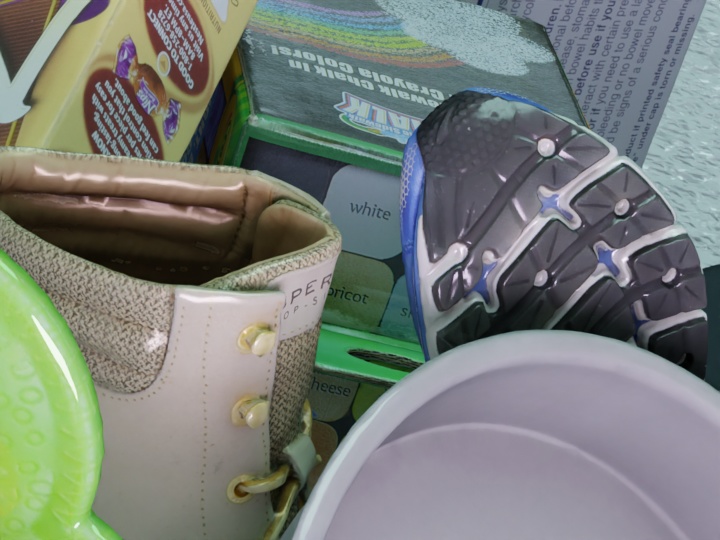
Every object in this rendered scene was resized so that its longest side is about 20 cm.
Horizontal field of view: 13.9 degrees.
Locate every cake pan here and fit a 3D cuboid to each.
[{"bbox_3d":[0.049,0.115,0.670,0.200,0.037,0.201,15,66,-35],"label":"cake pan"}]

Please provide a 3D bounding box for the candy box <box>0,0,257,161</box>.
[{"bbox_3d":[-0.106,-0.049,0.831,0.116,0.057,0.201,-2,48,29],"label":"candy box"}]

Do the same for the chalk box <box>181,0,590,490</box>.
[{"bbox_3d":[0.000,0.000,0.921,0.124,0.124,0.200,14,25,-13],"label":"chalk box"}]

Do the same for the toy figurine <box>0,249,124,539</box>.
[{"bbox_3d":[-0.123,0.113,0.533,0.150,0.201,0.184,15,33,22],"label":"toy figurine"}]

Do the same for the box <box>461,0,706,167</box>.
[{"bbox_3d":[0.023,-0.105,1.087,0.199,0.185,0.105,-2,32,-40],"label":"box"}]

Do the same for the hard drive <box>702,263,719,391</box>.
[{"bbox_3d":[0.177,0.040,1.074,0.139,0.033,0.200,33,27,30],"label":"hard drive"}]

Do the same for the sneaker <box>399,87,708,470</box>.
[{"bbox_3d":[0.045,0.023,0.772,0.078,0.200,0.089,-37,48,-11],"label":"sneaker"}]

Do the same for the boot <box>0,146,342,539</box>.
[{"bbox_3d":[-0.018,0.062,0.721,0.199,0.156,0.073,20,29,6],"label":"boot"}]
